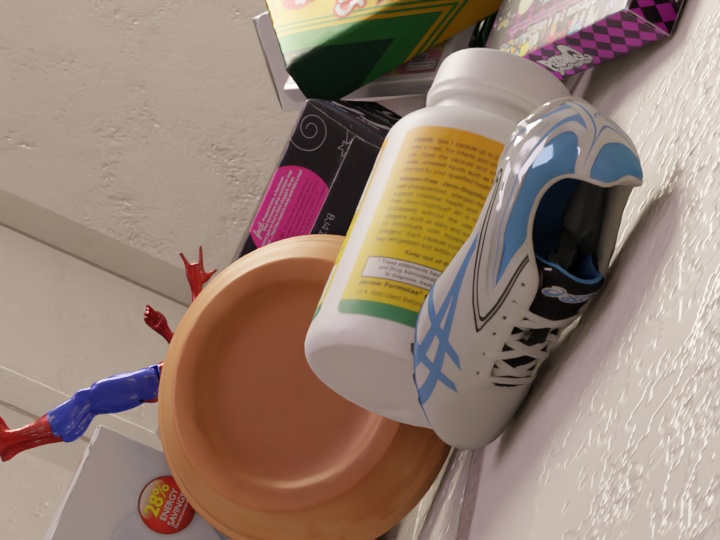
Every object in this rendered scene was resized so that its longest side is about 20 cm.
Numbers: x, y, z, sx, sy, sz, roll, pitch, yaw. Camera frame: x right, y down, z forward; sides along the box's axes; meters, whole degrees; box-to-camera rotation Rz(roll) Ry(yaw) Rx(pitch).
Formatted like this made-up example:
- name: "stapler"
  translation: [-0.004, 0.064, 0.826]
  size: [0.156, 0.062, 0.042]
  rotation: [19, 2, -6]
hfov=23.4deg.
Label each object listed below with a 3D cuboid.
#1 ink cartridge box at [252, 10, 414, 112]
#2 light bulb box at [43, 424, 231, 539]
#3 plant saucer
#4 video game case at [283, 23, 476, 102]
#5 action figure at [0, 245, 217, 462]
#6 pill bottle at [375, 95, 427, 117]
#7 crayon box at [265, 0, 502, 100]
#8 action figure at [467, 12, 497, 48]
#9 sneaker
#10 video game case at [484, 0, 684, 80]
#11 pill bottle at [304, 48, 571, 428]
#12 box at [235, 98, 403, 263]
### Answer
- name: "ink cartridge box"
  translation: [0.031, -0.202, 1.391]
  size: [0.200, 0.146, 0.083]
  rotation: [-39, -61, -50]
- name: "light bulb box"
  translation: [-0.122, 0.233, 1.128]
  size: [0.125, 0.199, 0.199]
  rotation: [130, 163, -72]
- name: "plant saucer"
  translation: [-0.037, 0.072, 1.052]
  size: [0.201, 0.200, 0.037]
  rotation: [-67, -25, -8]
- name: "video game case"
  translation: [0.036, -0.209, 1.244]
  size: [0.143, 0.018, 0.201]
  rotation: [1, 59, 40]
- name: "action figure"
  translation: [-0.152, 0.052, 1.140]
  size: [0.065, 0.199, 0.099]
  rotation: [91, 165, -79]
- name: "pill bottle"
  translation: [0.047, -0.118, 1.446]
  size: [0.200, 0.112, 0.113]
  rotation: [-81, 15, -70]
- name: "crayon box"
  translation: [0.032, -0.209, 1.187]
  size: [0.200, 0.051, 0.127]
  rotation: [-29, 45, 10]
- name: "action figure"
  translation: [0.100, -0.233, 1.285]
  size: [0.118, 0.055, 0.201]
  rotation: [122, 171, -62]
- name: "sneaker"
  translation: [0.079, 0.013, 0.847]
  size: [0.073, 0.072, 0.201]
  rotation: [-119, 40, -49]
- name: "video game case"
  translation: [0.150, -0.202, 1.029]
  size: [0.182, 0.036, 0.200]
  rotation: [-67, 17, -14]
- name: "pill bottle"
  translation: [0.052, -0.021, 0.984]
  size: [0.113, 0.112, 0.201]
  rotation: [126, 166, -66]
- name: "box"
  translation: [0.000, 0.000, 1.184]
  size: [0.115, 0.132, 0.201]
  rotation: [-13, -50, -65]
